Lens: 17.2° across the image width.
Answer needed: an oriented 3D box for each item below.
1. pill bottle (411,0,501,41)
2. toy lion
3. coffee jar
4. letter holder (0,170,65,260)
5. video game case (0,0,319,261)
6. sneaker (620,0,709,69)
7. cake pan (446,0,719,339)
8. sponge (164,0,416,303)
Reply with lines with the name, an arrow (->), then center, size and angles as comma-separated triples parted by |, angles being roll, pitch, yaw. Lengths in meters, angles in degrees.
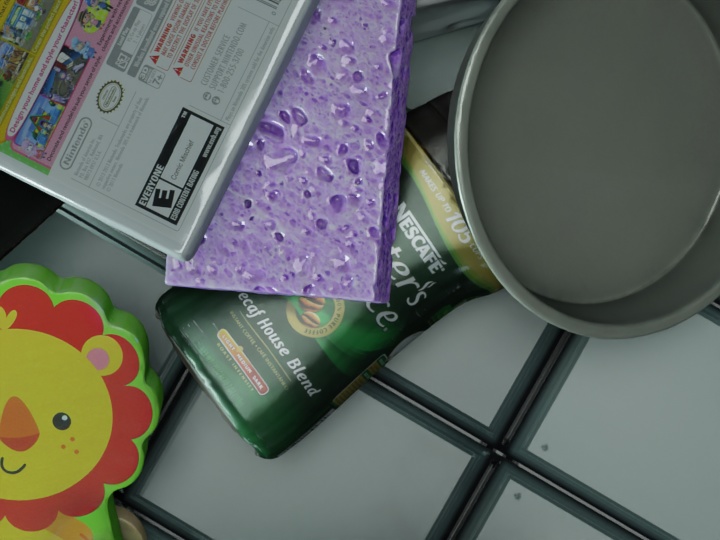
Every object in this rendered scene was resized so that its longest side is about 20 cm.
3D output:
pill bottle -> 0.013, -0.224, 1.225 | 0.113, 0.114, 0.201 | -14, 86, 2
toy lion -> -0.195, 0.095, 1.215 | 0.199, 0.069, 0.193 | -11, 107, 3
coffee jar -> 0.000, 0.000, 1.229 | 0.200, 0.085, 0.105 | -37, 86, 0
letter holder -> -0.185, -0.104, 1.248 | 0.200, 0.142, 0.101 | -42, 117, 1
video game case -> -0.117, -0.132, 1.143 | 0.181, 0.022, 0.201 | 26, 88, 11
sneaker -> 0.132, -0.191, 1.244 | 0.099, 0.078, 0.201 | -14, 95, -4
cake pan -> 0.125, -0.068, 1.184 | 0.199, 0.037, 0.202 | -4, 99, -28
sponge -> -0.032, -0.087, 1.167 | 0.111, 0.030, 0.201 | 6, 92, 18
